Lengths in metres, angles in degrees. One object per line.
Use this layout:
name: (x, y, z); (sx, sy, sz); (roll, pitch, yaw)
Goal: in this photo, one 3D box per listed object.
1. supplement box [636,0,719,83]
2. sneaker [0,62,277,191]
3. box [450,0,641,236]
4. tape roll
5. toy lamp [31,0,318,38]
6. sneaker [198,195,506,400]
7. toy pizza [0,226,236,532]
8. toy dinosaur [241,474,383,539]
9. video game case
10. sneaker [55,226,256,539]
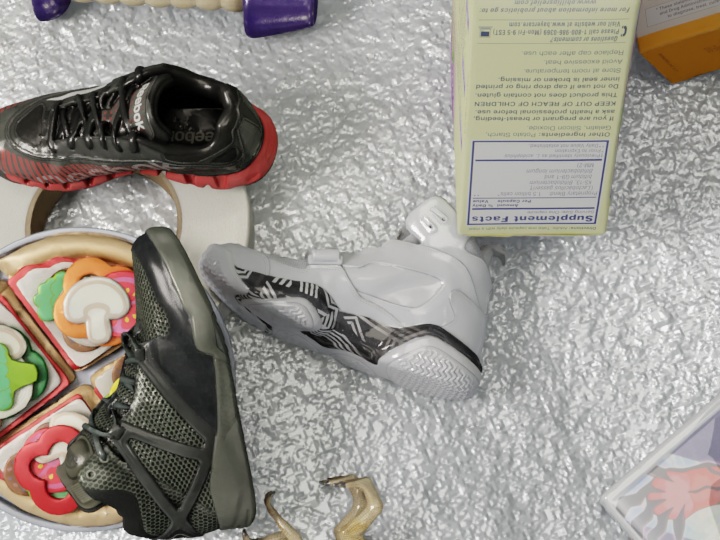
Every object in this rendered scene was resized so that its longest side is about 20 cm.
supplement box: (0.249, -0.245, 1.051); (0.126, 0.074, 0.200); (-13, 71, 29)
sneaker: (-0.157, -0.095, 0.995); (0.200, 0.098, 0.071); (0, 74, 3)
box: (0.109, -0.151, 0.958); (0.097, 0.200, 0.176); (0, 48, 0)
tape roll: (-0.173, -0.025, 1.044); (0.203, 0.037, 0.203); (0, 73, 1)
toy lamp: (-0.131, -0.196, 1.084); (0.200, 0.058, 0.058); (2, 73, 5)
sneaker: (0.000, 0.000, 1.004); (0.200, 0.075, 0.115); (23, 73, -5)
toy pizza: (-0.181, 0.072, 0.982); (0.200, 0.032, 0.200); (0, 94, -3)
toy dinosaur: (-0.004, 0.183, 0.975); (0.200, 0.058, 0.101); (-10, 88, 7)
video game case: (0.288, 0.153, 0.980); (0.200, 0.023, 0.182); (-39, 76, -9)
sneaker: (-0.134, 0.077, 0.928); (0.114, 0.076, 0.200); (-13, 110, -15)
